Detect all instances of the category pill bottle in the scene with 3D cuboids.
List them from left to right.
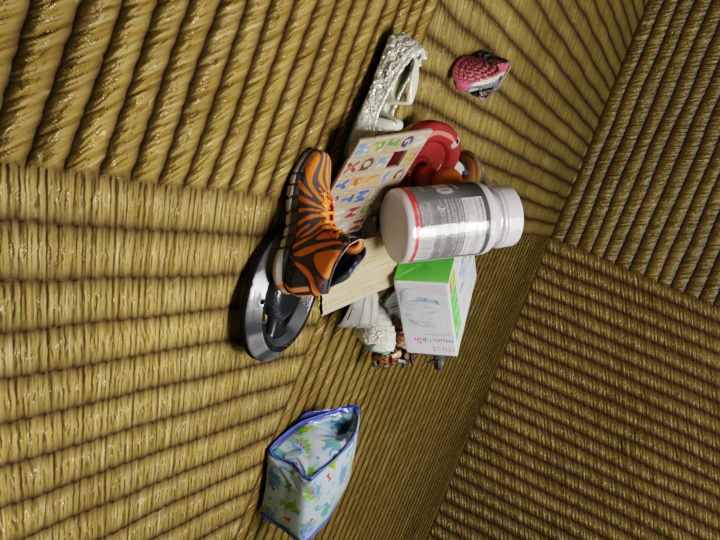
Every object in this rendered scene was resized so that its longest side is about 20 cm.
[{"bbox_3d":[0.140,-0.077,1.456,0.199,0.114,0.114,-7,129,-22],"label":"pill bottle"}]

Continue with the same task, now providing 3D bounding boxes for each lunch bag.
[{"bbox_3d":[-0.075,0.346,1.674,0.200,0.127,0.171,-32,142,-44],"label":"lunch bag"}]

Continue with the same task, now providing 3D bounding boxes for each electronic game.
[{"bbox_3d":[-0.111,0.029,1.319,0.200,0.041,0.201,16,90,-70],"label":"electronic game"}]

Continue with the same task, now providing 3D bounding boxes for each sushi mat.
[{"bbox_3d":[0.000,0.000,1.451,0.200,0.012,0.096,-21,121,-52],"label":"sushi mat"}]

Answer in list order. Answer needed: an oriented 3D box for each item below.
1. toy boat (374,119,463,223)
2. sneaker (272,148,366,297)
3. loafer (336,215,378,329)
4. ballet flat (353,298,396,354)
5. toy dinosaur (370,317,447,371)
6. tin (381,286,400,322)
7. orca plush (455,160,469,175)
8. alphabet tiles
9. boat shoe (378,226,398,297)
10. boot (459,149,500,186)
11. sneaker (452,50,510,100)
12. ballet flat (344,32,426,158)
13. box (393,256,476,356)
[{"bbox_3d":[0.109,-0.150,1.542,0.201,0.130,0.131,-59,141,-21],"label":"toy boat"},{"bbox_3d":[-0.040,-0.061,1.242,0.077,0.111,0.202,23,73,-58],"label":"sneaker"},{"bbox_3d":[-0.008,0.002,1.531,0.069,0.070,0.201,-9,112,-23],"label":"loafer"},{"bbox_3d":[0.022,0.082,1.640,0.200,0.071,0.072,-119,-132,-73],"label":"ballet flat"},{"bbox_3d":[0.095,0.129,1.767,0.200,0.135,0.103,-34,-131,56],"label":"toy dinosaur"},{"bbox_3d":[0.070,0.071,1.788,0.111,0.042,0.201,-21,144,-28],"label":"tin"},{"bbox_3d":[0.131,-0.174,1.757,0.106,0.071,0.200,58,30,-14],"label":"orca plush"},{"bbox_3d":[0.008,-0.122,1.388,0.167,0.008,0.200,-18,148,-47],"label":"alphabet tiles"},{"bbox_3d":[0.052,-0.040,1.642,0.062,0.074,0.201,32,77,-65],"label":"boat shoe"},{"bbox_3d":[0.186,-0.147,1.857,0.154,0.200,0.074,-33,126,4],"label":"boot"},{"bbox_3d":[0.219,-0.345,1.723,0.200,0.080,0.075,-34,145,-59],"label":"sneaker"},{"bbox_3d":[0.038,-0.238,1.351,0.072,0.071,0.201,-8,121,-69],"label":"ballet flat"},{"bbox_3d":[0.129,0.013,1.612,0.201,0.096,0.177,-70,156,-44],"label":"box"}]
